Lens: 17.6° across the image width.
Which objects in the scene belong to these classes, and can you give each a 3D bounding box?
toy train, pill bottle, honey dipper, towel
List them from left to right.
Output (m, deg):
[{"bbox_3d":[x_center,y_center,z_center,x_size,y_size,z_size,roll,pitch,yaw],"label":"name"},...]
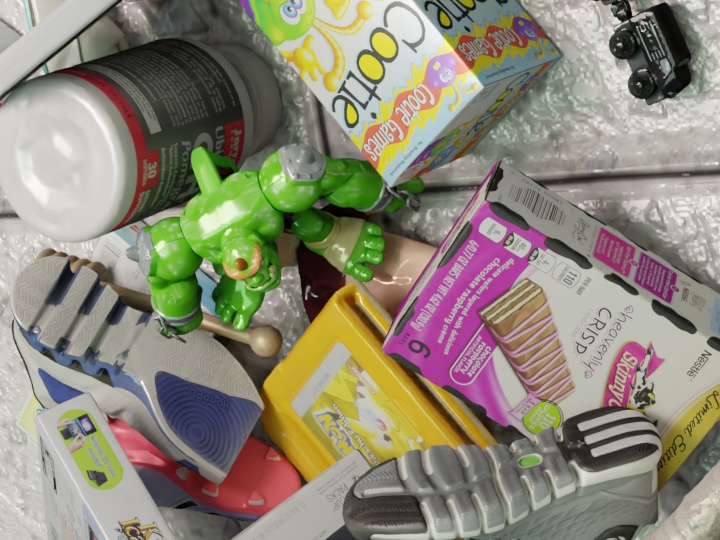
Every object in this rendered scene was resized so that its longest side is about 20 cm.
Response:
[{"bbox_3d":[-0.141,-0.094,1.549,0.111,0.200,0.111,11,111,30],"label":"pill bottle"},{"bbox_3d":[-0.142,0.026,1.648,0.200,0.038,0.038,16,113,23],"label":"honey dipper"},{"bbox_3d":[0.152,-0.198,1.427,0.046,0.034,0.200,-25,91,33],"label":"toy train"},{"bbox_3d":[0.202,0.147,1.388,0.034,0.200,0.133,43,100,10],"label":"towel"}]

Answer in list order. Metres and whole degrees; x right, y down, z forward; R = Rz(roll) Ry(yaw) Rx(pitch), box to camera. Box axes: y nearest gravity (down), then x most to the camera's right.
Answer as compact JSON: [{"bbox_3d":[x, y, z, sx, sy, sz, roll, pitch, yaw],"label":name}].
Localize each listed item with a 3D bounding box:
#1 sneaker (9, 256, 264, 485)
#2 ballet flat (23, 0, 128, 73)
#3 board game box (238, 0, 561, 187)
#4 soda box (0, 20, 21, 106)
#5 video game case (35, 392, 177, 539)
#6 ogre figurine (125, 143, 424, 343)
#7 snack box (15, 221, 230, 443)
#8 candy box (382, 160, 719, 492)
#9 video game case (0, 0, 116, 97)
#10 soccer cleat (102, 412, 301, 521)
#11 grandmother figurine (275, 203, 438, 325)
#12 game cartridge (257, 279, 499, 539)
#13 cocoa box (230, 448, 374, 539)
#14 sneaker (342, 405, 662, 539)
[{"bbox_3d":[-0.167,0.072,1.641,0.199,0.081,0.115,36,156,-5],"label":"sneaker"},{"bbox_3d":[-0.189,-0.134,1.661,0.069,0.069,0.200,0,109,33],"label":"ballet flat"},{"bbox_3d":[0.012,-0.170,1.485,0.200,0.103,0.105,51,125,10],"label":"board game box"},{"bbox_3d":[-0.315,-0.097,1.744,0.064,0.068,0.200,37,122,19],"label":"soda box"},{"bbox_3d":[-0.159,0.209,1.590,0.181,0.045,0.200,56,159,28],"label":"video game case"},{"bbox_3d":[-0.069,-0.024,1.515,0.200,0.120,0.098,-11,68,25],"label":"ogre figurine"},{"bbox_3d":[-0.173,0.073,1.723,0.116,0.037,0.200,39,122,17],"label":"snack box"},{"bbox_3d":[0.133,0.042,1.458,0.200,0.061,0.136,30,122,-4],"label":"candy box"},{"bbox_3d":[-0.178,-0.171,1.511,0.023,0.200,0.182,51,165,-8],"label":"video game case"},{"bbox_3d":[-0.135,0.147,1.678,0.200,0.067,0.077,10,146,13],"label":"soccer cleat"},{"bbox_3d":[0.000,0.000,1.579,0.200,0.061,0.122,23,93,29],"label":"grandmother figurine"},{"bbox_3d":[0.012,0.118,1.571,0.176,0.032,0.200,49,147,8],"label":"game cartridge"},{"bbox_3d":[-0.030,0.230,1.572,0.131,0.133,0.200,52,158,8],"label":"cocoa box"},{"bbox_3d":[0.094,0.162,1.441,0.200,0.075,0.116,-13,128,1],"label":"sneaker"}]
